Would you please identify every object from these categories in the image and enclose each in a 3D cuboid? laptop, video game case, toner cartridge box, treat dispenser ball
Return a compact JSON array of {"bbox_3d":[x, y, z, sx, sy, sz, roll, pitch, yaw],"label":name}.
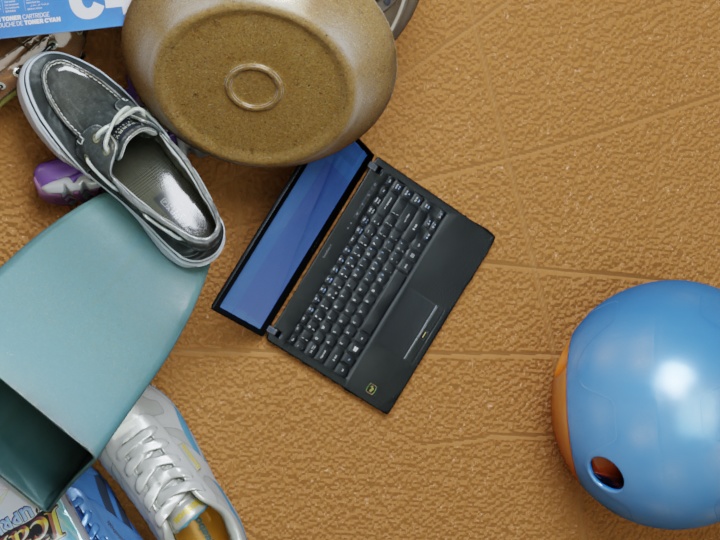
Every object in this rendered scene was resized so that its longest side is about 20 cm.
[{"bbox_3d":[0.000,0.000,1.358,0.199,0.103,0.178,33,88,-16],"label":"laptop"},{"bbox_3d":[-0.326,0.195,1.294,0.199,0.045,0.182,-30,84,-8],"label":"video game case"},{"bbox_3d":[-0.180,-0.221,1.219,0.198,0.043,0.096,-6,99,4],"label":"toner cartridge box"},{"bbox_3d":[0.254,0.109,1.389,0.199,0.201,0.203,-2,97,-15],"label":"treat dispenser ball"}]

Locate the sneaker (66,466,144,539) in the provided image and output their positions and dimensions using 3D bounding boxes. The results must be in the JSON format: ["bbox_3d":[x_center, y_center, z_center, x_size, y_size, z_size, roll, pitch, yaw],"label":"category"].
[{"bbox_3d":[-0.207,0.216,1.344,0.066,0.078,0.201,-37,103,-6],"label":"sneaker"}]

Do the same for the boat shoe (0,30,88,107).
[{"bbox_3d":[-0.238,-0.177,1.295,0.199,0.072,0.068,-31,105,2],"label":"boat shoe"}]

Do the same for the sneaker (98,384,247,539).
[{"bbox_3d":[-0.152,0.164,1.350,0.076,0.081,0.200,-38,103,-6],"label":"sneaker"}]

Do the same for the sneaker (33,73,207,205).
[{"bbox_3d":[-0.165,-0.118,1.318,0.199,0.080,0.089,-25,90,-8],"label":"sneaker"}]

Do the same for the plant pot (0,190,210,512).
[{"bbox_3d":[-0.211,0.043,1.265,0.141,0.141,0.200,39,56,-4],"label":"plant pot"}]

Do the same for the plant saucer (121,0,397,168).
[{"bbox_3d":[-0.074,-0.140,1.205,0.198,0.036,0.201,3,134,3],"label":"plant saucer"}]

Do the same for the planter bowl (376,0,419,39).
[{"bbox_3d":[-0.032,-0.240,1.285,0.199,0.135,0.202,5,103,21],"label":"planter bowl"}]

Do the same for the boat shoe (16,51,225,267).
[{"bbox_3d":[-0.167,-0.090,1.236,0.200,0.071,0.072,44,68,0],"label":"boat shoe"}]
